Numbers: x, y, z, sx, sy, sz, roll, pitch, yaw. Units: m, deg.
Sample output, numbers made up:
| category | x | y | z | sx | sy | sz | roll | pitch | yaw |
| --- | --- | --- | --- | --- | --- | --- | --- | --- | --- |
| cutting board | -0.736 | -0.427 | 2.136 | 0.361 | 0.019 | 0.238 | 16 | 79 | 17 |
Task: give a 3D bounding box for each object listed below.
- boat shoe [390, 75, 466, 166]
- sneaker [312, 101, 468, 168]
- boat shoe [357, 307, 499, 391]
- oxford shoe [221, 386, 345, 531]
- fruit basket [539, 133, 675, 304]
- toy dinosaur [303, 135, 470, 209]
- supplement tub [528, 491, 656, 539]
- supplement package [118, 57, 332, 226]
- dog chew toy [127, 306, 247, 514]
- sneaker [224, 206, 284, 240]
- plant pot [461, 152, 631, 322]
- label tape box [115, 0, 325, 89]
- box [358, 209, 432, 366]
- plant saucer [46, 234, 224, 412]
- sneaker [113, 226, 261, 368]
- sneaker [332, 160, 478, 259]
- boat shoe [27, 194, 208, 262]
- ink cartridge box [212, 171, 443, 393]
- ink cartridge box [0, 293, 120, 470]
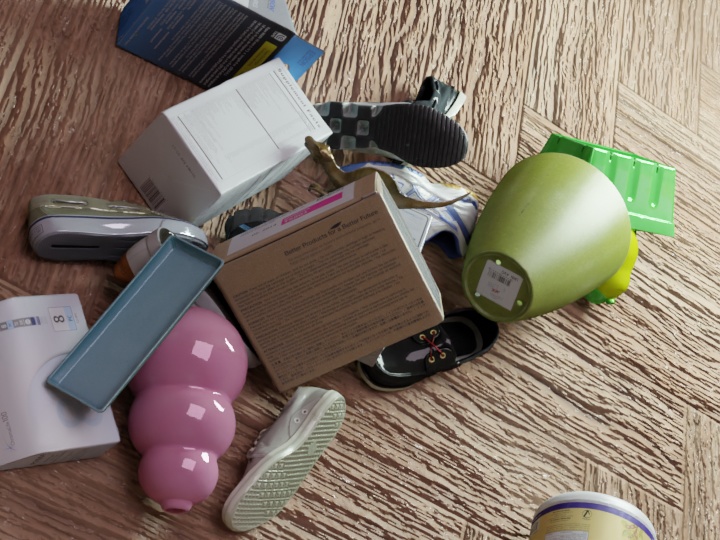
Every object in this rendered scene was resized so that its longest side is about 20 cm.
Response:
| category | x | y | z | sx | sy | sz | roll | pitch | yaw |
| --- | --- | --- | --- | --- | --- | --- | --- | --- | --- |
| boat shoe | 0.072 | -0.191 | 1.967 | 0.066 | 0.074 | 0.200 | 43 | 45 | -6 |
| sneaker | 0.036 | -0.170 | 1.868 | 0.199 | 0.075 | 0.088 | 12 | 7 | 10 |
| boat shoe | 0.080 | 0.088 | 1.811 | 0.201 | 0.063 | 0.074 | -14 | 76 | -42 |
| oxford shoe | -0.088 | 0.194 | 1.615 | 0.058 | 0.075 | 0.200 | 19 | 48 | 25 |
| fruit basket | 0.317 | -0.063 | 2.069 | 0.215 | 0.155 | 0.217 | -11 | 113 | -29 |
| toy dinosaur | 0.015 | -0.081 | 1.738 | 0.199 | 0.101 | 0.058 | 21 | 53 | -15 |
| supplement tub | 0.247 | 0.363 | 1.716 | 0.145 | 0.145 | 0.201 | 33 | 48 | -19 |
| supplement package | -0.148 | -0.138 | 1.727 | 0.200 | 0.109 | 0.114 | -33 | 86 | -45 |
| dog chew toy | -0.175 | 0.140 | 1.533 | 0.124 | 0.124 | 0.201 | 16 | 63 | -31 |
| sneaker | -0.052 | -0.029 | 1.703 | 0.073 | 0.199 | 0.082 | 67 | 17 | -49 |
| plant pot | 0.205 | -0.021 | 1.876 | 0.187 | 0.187 | 0.200 | 52 | 39 | 0 |
| label tape box | -0.159 | -0.278 | 1.782 | 0.199 | 0.144 | 0.064 | 25 | 49 | -26 |
| box | 0.000 | 0.000 | 1.777 | 0.116 | 0.060 | 0.201 | 23 | 49 | -3 |
| plant saucer | -0.215 | 0.052 | 1.499 | 0.070 | 0.019 | 0.200 | 26 | 62 | 22 |
| sneaker | -0.183 | 0.040 | 1.632 | 0.200 | 0.084 | 0.073 | 50 | 19 | -31 |
| sneaker | 0.057 | -0.071 | 1.882 | 0.199 | 0.075 | 0.089 | 15 | 72 | -22 |
| boat shoe | -0.252 | -0.047 | 1.616 | 0.199 | 0.072 | 0.062 | 5 | 54 | -35 |
| ink cartridge box | -0.034 | 0.013 | 1.632 | 0.075 | 0.199 | 0.165 | -87 | 152 | -68 |
| ink cartridge box | -0.340 | 0.106 | 1.465 | 0.199 | 0.047 | 0.161 | -3 | 66 | -42 |
